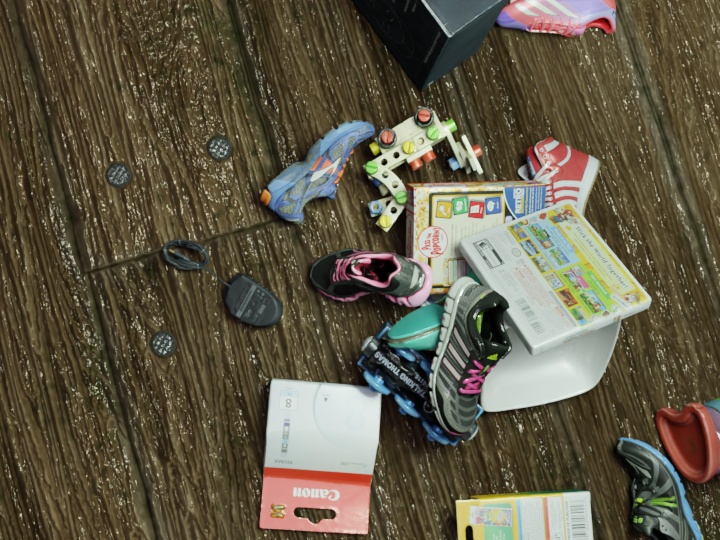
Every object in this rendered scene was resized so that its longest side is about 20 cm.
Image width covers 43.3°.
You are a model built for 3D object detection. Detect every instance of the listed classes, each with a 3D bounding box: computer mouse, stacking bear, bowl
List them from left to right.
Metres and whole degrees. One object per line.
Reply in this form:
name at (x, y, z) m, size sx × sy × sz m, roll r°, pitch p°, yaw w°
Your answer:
computer mouse at (-0.196, 0.016, 1.297) m, size 0.198 × 0.034 × 0.059 m, roll 35°, pitch 95°, yaw 4°
bowl at (0.255, 0.100, 1.272) m, size 0.196 × 0.202 × 0.075 m, roll -9°, pitch 46°, yaw -10°
stacking bear at (0.555, 0.229, 1.322) m, size 0.196 × 0.121 × 0.116 m, roll -13°, pitch 80°, yaw -17°

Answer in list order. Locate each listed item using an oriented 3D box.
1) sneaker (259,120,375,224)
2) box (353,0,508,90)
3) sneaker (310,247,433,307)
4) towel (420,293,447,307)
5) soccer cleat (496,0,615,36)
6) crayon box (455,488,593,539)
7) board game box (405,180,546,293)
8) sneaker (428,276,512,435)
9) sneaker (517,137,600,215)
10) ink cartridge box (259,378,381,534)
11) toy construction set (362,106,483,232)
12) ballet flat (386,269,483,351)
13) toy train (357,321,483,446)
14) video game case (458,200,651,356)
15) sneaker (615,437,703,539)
sneaker at (-0.053, -0.145, 1.325) m, size 0.199 × 0.075 × 0.079 m, roll -41°, pitch 96°, yaw -4°
box at (0.093, -0.403, 1.314) m, size 0.123 × 0.200 × 0.198 m, roll -34°, pitch 86°, yaw -12°
sneaker at (0.000, 0.000, 1.250) m, size 0.197 × 0.095 × 0.081 m, roll 2°, pitch 77°, yaw 36°
towel at (0.172, 0.005, 1.347) m, size 0.200 × 0.024 × 0.147 m, roll -42°, pitch 89°, yaw -12°
soccer cleat at (0.308, -0.396, 1.414) m, size 0.196 × 0.067 × 0.078 m, roll -13°, pitch 87°, yaw -12°
crayon box at (0.227, 0.380, 1.277) m, size 0.196 × 0.052 × 0.129 m, roll -1°, pitch 81°, yaw -8°
board game box at (0.163, -0.048, 1.293) m, size 0.196 × 0.046 × 0.155 m, roll -2°, pitch 103°, yaw -12°
sneaker at (0.145, 0.112, 1.153) m, size 0.073 × 0.087 × 0.204 m, roll 9°, pitch 89°, yaw -40°
sneaker at (0.278, -0.113, 1.341) m, size 0.111 × 0.071 × 0.202 m, roll 28°, pitch 56°, yaw -2°
ink cartridge box at (-0.056, 0.259, 1.261) m, size 0.157 × 0.047 × 0.204 m, roll 5°, pitch 78°, yaw -7°
toy construction set at (0.086, -0.156, 1.327) m, size 0.197 × 0.092 × 0.133 m, roll -27°, pitch 85°, yaw -11°
ballet flat at (0.122, 0.069, 1.230) m, size 0.199 × 0.067 × 0.071 m, roll -34°, pitch 119°, yaw -27°
toy train at (0.082, 0.158, 1.262) m, size 0.199 × 0.114 × 0.087 m, roll 39°, pitch 97°, yaw -1°
video game case at (0.254, 0.004, 1.204) m, size 0.179 × 0.023 × 0.201 m, roll -20°, pitch 51°, yaw -14°
sneaker at (0.421, 0.335, 1.300) m, size 0.082 × 0.071 × 0.203 m, roll -24°, pitch 87°, yaw -17°
